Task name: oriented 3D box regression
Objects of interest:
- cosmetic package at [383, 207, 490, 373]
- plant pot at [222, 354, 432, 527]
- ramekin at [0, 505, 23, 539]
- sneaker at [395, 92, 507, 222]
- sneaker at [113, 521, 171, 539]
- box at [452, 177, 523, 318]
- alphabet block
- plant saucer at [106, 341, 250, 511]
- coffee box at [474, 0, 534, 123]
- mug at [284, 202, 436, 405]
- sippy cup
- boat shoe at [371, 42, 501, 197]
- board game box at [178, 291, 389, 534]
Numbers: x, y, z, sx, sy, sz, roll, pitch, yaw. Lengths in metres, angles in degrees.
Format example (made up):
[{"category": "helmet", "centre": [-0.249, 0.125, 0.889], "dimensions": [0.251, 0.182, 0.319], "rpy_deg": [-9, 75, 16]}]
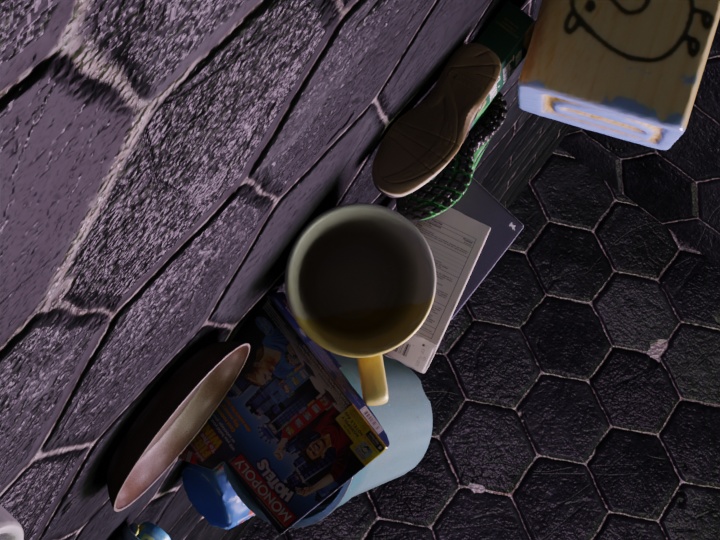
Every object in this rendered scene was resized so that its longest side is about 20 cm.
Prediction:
[{"category": "cosmetic package", "centre": [0.076, 0.015, 1.653], "dimensions": [0.201, 0.105, 0.071], "rpy_deg": [-61, 175, -36]}, {"category": "plant pot", "centre": [-0.027, 0.179, 1.550], "dimensions": [0.196, 0.200, 0.201], "rpy_deg": [-3, 133, -54]}, {"category": "ramekin", "centre": [-0.243, 0.150, 0.546], "dimensions": [0.201, 0.105, 0.200], "rpy_deg": [-52, 174, -7]}, {"category": "sneaker", "centre": [0.112, -0.134, 1.662], "dimensions": [0.200, 0.078, 0.085], "rpy_deg": [-51, 174, -20]}, {"category": "sneaker", "centre": [-0.278, 0.354, 1.527], "dimensions": [0.131, 0.079, 0.200], "rpy_deg": [-52, -177, 13]}, {"category": "box", "centre": [0.108, -0.009, 1.978], "dimensions": [0.200, 0.123, 0.198], "rpy_deg": [-50, -175, -27]}, {"category": "alphabet block", "centre": [0.295, -0.265, 1.515], "dimensions": [0.196, 0.194, 0.201], "rpy_deg": [7, 99, -85]}, {"category": "plant saucer", "centre": [-0.179, 0.141, 1.277], "dimensions": [0.201, 0.032, 0.200], "rpy_deg": [-53, 174, -8]}, {"category": "coffee box", "centre": [0.123, -0.201, 1.518], "dimensions": [0.200, 0.044, 0.123], "rpy_deg": [-53, 172, -1]}, {"category": "mug", "centre": [-0.011, 0.028, 1.380], "dimensions": [0.153, 0.149, 0.188], "rpy_deg": [161, -48, -86]}, {"category": "sippy cup", "centre": [-0.151, 0.254, 1.699], "dimensions": [0.130, 0.140, 0.178], "rpy_deg": [-35, 155, -33]}, {"category": "boat shoe", "centre": [0.079, -0.147, 1.393], "dimensions": [0.201, 0.072, 0.065], "rpy_deg": [-57, 171, -21]}, {"category": "board game box", "centre": [-0.102, 0.163, 1.412], "dimensions": [0.200, 0.200, 0.062], "rpy_deg": [-39, 175, 12]}]
